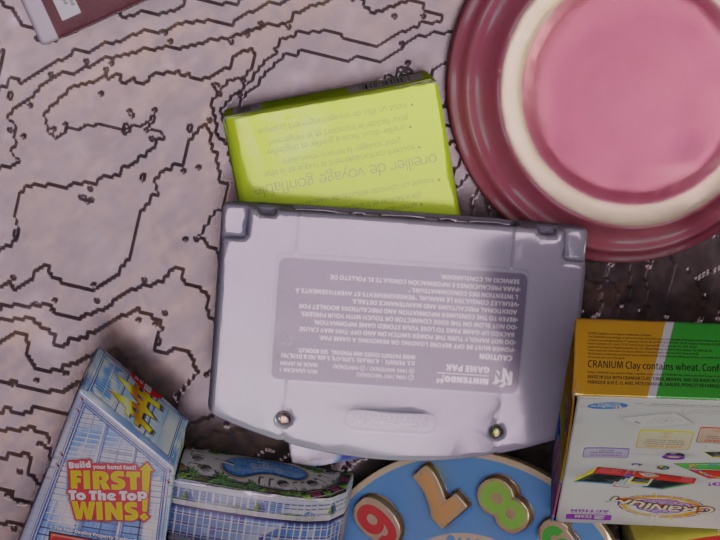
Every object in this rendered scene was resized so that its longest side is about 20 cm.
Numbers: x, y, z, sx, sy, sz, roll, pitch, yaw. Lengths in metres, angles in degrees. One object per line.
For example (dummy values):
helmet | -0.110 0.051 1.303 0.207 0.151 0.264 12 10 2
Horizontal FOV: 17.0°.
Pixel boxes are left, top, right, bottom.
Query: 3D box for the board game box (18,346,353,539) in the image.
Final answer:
board game box | -0.110 0.152 1.324 0.198 0.062 0.201 9 112 0

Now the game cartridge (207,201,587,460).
game cartridge | 0.019 0.035 1.305 0.198 0.041 0.134 4 96 -6

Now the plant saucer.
plant saucer | 0.148 -0.102 1.331 0.199 0.051 0.202 -1 98 -4

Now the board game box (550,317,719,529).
board game box | 0.176 0.083 1.226 0.152 0.200 0.041 2 67 1

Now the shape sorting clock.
shape sorting clock | 0.060 0.199 1.352 0.198 0.039 0.202 3 103 14

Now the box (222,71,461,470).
box | 0.000 0.000 1.340 0.121 0.048 0.202 -10 101 0

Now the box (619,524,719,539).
box | 0.181 0.188 1.298 0.050 0.200 0.076 -10 115 -1

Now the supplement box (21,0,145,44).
supplement box | -0.102 -0.212 1.294 0.199 0.061 0.109 -23 100 2
